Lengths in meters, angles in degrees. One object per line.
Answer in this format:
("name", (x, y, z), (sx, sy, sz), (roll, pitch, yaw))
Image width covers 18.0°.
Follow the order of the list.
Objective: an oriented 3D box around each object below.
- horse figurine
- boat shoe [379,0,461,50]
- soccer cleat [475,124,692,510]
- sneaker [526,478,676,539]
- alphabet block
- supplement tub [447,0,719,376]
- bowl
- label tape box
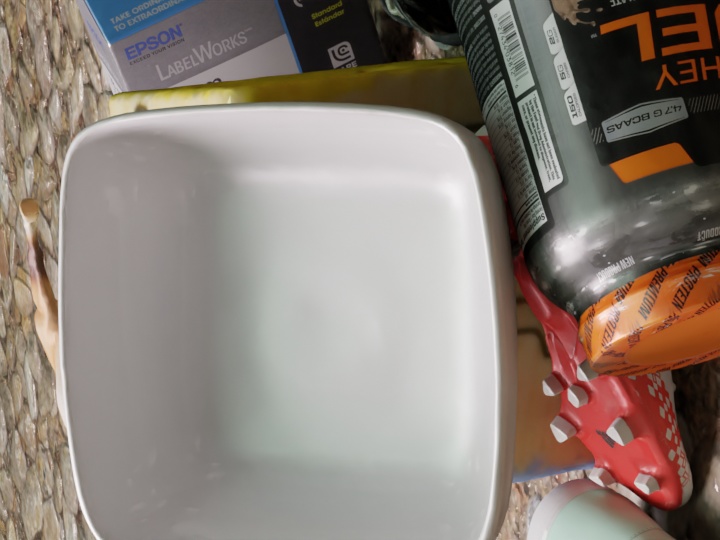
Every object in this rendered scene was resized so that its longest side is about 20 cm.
("horse figurine", (-0.123, 0.056, 1.113), (0.133, 0.050, 0.200), (94, 152, -55))
("boat shoe", (0.046, -0.145, 1.141), (0.200, 0.060, 0.074), (-151, 57, -62))
("soccer cleat", (0.112, 0.015, 1.034), (0.201, 0.085, 0.069), (61, 156, -11))
("sneaker", (0.125, 0.210, 1.054), (0.118, 0.073, 0.201), (30, 127, 57))
("alphabet block", (0.000, 0.000, 1.125), (0.195, 0.195, 0.201), (-171, 75, -65))
("supplement tub", (0.112, -0.066, 0.930), (0.123, 0.122, 0.201), (132, 126, -61))
("bowl", (-0.023, 0.028, 0.959), (0.199, 0.075, 0.201), (1, 97, 22))
("label tape box", (-0.073, -0.139, 1.235), (0.063, 0.144, 0.201), (55, 168, 50))
